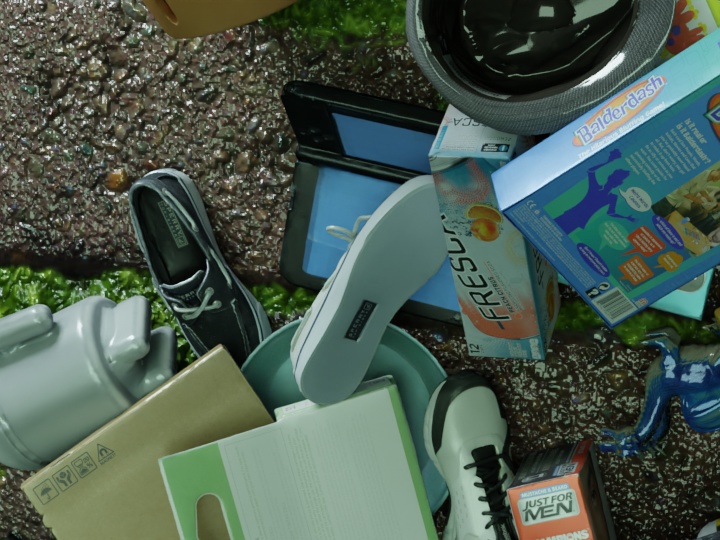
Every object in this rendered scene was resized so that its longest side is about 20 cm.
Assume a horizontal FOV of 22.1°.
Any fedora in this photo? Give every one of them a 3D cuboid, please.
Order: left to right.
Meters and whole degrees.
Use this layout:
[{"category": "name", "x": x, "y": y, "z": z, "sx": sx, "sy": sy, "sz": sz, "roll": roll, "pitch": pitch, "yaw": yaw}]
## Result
[{"category": "fedora", "x": 0.133, "y": -0.188, "z": 1.294, "sx": 0.199, "sy": 0.090, "sz": 0.178, "roll": -26, "pitch": 86, "yaw": 23}]

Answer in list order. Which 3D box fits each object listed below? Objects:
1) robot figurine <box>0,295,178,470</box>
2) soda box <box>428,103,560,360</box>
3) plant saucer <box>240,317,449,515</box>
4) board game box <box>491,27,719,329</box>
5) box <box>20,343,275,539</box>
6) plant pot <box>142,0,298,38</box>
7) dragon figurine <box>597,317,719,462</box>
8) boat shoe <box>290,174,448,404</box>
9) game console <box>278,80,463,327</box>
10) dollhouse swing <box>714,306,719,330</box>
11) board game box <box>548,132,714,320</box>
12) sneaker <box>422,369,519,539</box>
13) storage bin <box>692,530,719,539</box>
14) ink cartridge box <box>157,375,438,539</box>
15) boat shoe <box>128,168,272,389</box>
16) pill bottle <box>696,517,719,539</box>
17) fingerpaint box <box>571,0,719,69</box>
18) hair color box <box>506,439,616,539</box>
[{"category": "robot figurine", "x": -0.248, "y": 0.096, "z": 1.544, "sx": 0.199, "sy": 0.113, "sz": 0.170, "roll": -25, "pitch": 124, "yaw": 16}, {"category": "soda box", "x": 0.103, "y": -0.027, "z": 1.379, "sx": 0.063, "sy": 0.069, "sz": 0.201, "roll": 2, "pitch": 132, "yaw": 20}, {"category": "plant saucer", "x": -0.011, "y": 0.129, "z": 1.523, "sx": 0.198, "sy": 0.036, "sz": 0.202, "roll": 2, "pitch": 101, "yaw": 7}, {"category": "board game box", "x": 0.213, "y": -0.062, "z": 1.269, "sx": 0.199, "sy": 0.045, "sz": 0.152, "roll": -31, "pitch": 129, "yaw": 19}, {"category": "box", "x": -0.148, "y": 0.183, "z": 1.494, "sx": 0.199, "sy": 0.021, "sz": 0.164, "roll": -34, "pitch": 98, "yaw": -5}, {"category": "plant pot", "x": -0.110, "y": -0.270, "z": 1.419, "sx": 0.198, "sy": 0.200, "sz": 0.141, "roll": -15, "pitch": 111, "yaw": 16}, {"category": "dragon figurine", "x": 0.276, "y": 0.089, "z": 1.439, "sx": 0.198, "sy": 0.059, "sz": 0.100, "roll": -15, "pitch": 95, "yaw": 17}, {"category": "boat shoe", "x": 0.004, "y": 0.002, "z": 1.444, "sx": 0.074, "sy": 0.086, "sz": 0.203, "roll": 19, "pitch": 110, "yaw": -28}, {"category": "game console", "x": 0.029, "y": -0.049, "z": 1.453, "sx": 0.198, "sy": 0.176, "sz": 0.118, "roll": 13, "pitch": 74, "yaw": 11}, {"category": "dollhouse swing", "x": 0.393, "y": 0.081, "z": 1.314, "sx": 0.199, "sy": 0.176, "sz": 0.182, "roll": -29, "pitch": 129, "yaw": 1}, {"category": "board game box", "x": 0.218, "y": -0.079, "z": 1.432, "sx": 0.149, "sy": 0.047, "sz": 0.202, "roll": 15, "pitch": 102, "yaw": 12}, {"category": "sneaker", "x": 0.102, "y": 0.176, "z": 1.469, "sx": 0.073, "sy": 0.080, "sz": 0.202, "roll": -16, "pitch": 109, "yaw": -19}, {"category": "storage bin", "x": 0.216, "y": 0.290, "z": 1.355, "sx": 0.198, "sy": 0.094, "sz": 0.136, "roll": -22, "pitch": 93, "yaw": 16}, {"category": "ink cartridge box", "x": -0.048, "y": 0.182, "z": 1.473, "sx": 0.198, "sy": 0.048, "sz": 0.147, "roll": -16, "pitch": 100, "yaw": -3}, {"category": "boat shoe", "x": -0.135, "y": 0.012, "z": 1.524, "sx": 0.071, "sy": 0.068, "sz": 0.202, "roll": -21, "pitch": 96, "yaw": 16}, {"category": "pill bottle", "x": 0.327, "y": 0.232, "z": 1.422, "sx": 0.199, "sy": 0.111, "sz": 0.112, "roll": -26, "pitch": 92, "yaw": 16}, {"category": "fingerpaint box", "x": 0.265, "y": -0.135, "z": 1.346, "sx": 0.166, "sy": 0.073, "sz": 0.201, "roll": -29, "pitch": 90, "yaw": 19}, {"category": "hair color box", "x": 0.175, "y": 0.248, "z": 1.464, "sx": 0.063, "sy": 0.111, "sz": 0.202, "roll": -14, "pitch": 96, "yaw": 15}]
